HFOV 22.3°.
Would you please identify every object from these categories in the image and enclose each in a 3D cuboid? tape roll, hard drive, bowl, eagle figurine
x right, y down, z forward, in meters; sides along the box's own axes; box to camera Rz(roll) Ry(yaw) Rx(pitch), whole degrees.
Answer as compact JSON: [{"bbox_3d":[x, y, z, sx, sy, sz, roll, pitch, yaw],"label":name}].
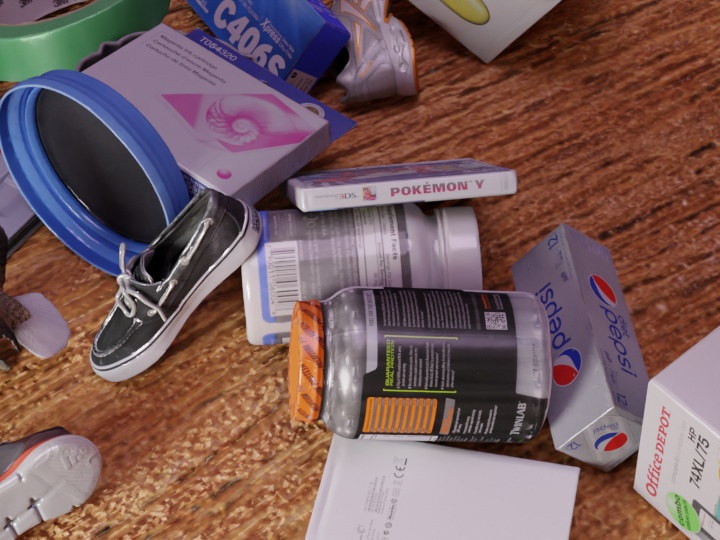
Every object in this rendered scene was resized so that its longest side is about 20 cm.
[{"bbox_3d":[-0.286,-0.253,1.775,0.199,0.048,0.201,-12,31,7],"label":"tape roll"},{"bbox_3d":[0.064,0.196,1.428,0.199,0.026,0.132,9,49,9],"label":"hard drive"},{"bbox_3d":[-0.227,-0.084,1.565,0.200,0.201,0.039,28,53,24],"label":"bowl"},{"bbox_3d":[-0.330,0.018,1.473,0.151,0.200,0.151,28,55,16],"label":"eagle figurine"}]

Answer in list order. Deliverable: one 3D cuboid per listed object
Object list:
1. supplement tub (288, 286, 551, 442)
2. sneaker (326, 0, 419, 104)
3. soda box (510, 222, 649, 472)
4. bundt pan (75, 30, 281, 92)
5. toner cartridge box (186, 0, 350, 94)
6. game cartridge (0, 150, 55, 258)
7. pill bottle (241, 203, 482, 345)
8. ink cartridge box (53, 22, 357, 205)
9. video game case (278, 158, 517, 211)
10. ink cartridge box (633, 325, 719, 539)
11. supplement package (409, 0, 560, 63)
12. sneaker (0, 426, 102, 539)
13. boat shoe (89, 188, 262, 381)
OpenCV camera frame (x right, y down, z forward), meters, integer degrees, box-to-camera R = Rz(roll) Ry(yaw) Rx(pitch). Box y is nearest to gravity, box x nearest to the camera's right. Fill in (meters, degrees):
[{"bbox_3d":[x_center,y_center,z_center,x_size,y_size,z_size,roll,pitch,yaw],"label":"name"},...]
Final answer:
[{"bbox_3d":[0.045,0.075,1.458,0.199,0.123,0.123,3,48,-8],"label":"supplement tub"},{"bbox_3d":[-0.011,-0.242,1.790,0.092,0.076,0.200,-16,49,-7],"label":"sneaker"},{"bbox_3d":[0.184,0.062,1.504,0.063,0.068,0.201,25,37,-34],"label":"soda box"},{"bbox_3d":[-0.169,-0.130,1.674,0.201,0.076,0.202,7,42,-7],"label":"bundt pan"},{"bbox_3d":[-0.098,-0.255,1.787,0.095,0.043,0.200,-51,53,16],"label":"toner cartridge box"},{"bbox_3d":[-0.345,-0.071,1.670,0.129,0.038,0.200,28,54,18],"label":"game cartridge"},{"bbox_3d":[0.000,0.000,1.545,0.199,0.114,0.114,-4,48,-3],"label":"pill bottle"},{"bbox_3d":[-0.132,-0.145,1.615,0.196,0.043,0.200,31,47,19],"label":"ink cartridge box"},{"bbox_3d":[0.027,-0.077,1.586,0.181,0.023,0.200,-5,8,-7],"label":"video game case"},{"bbox_3d":[0.331,0.148,1.385,0.146,0.147,0.200,-32,55,-24],"label":"ink cartridge box"},{"bbox_3d":[0.121,-0.346,1.751,0.200,0.191,0.147,37,51,-12],"label":"supplement package"},{"bbox_3d":[-0.302,0.183,1.434,0.199,0.077,0.082,-23,25,-19],"label":"sneaker"},{"bbox_3d":[-0.168,0.011,1.499,0.199,0.068,0.074,-41,45,23],"label":"boat shoe"}]
